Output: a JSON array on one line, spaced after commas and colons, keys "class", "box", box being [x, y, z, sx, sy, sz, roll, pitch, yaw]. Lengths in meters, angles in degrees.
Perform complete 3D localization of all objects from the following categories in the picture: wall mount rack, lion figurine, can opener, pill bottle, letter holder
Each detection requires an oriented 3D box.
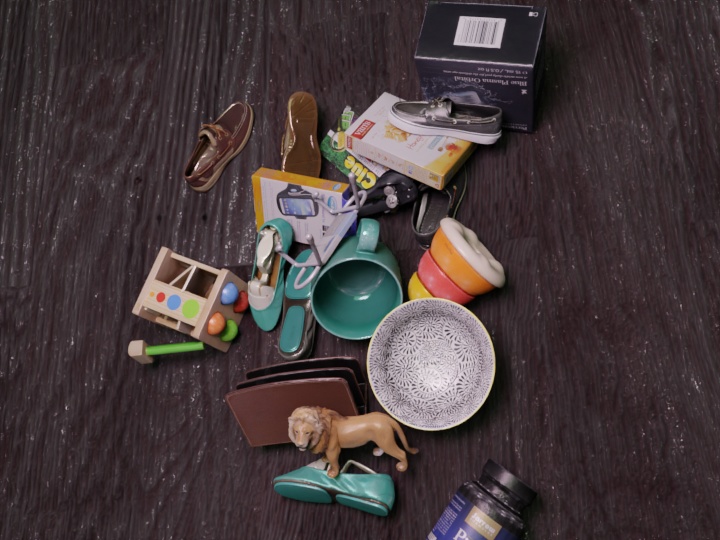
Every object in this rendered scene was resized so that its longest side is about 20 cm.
[{"class": "wall mount rack", "box": [-0.056, -0.070, 1.094, 0.074, 0.173, 0.201, 39, 71, -19]}, {"class": "lion figurine", "box": [-0.009, 0.249, 1.069, 0.197, 0.124, 0.073, -9, 27, -8]}, {"class": "can opener", "box": [0.014, -0.124, 1.240, 0.198, 0.079, 0.064, -20, 106, 27]}, {"class": "pill bottle", "box": [0.170, 0.385, 1.028, 0.111, 0.112, 0.201, 33, 84, 21]}, {"class": "letter holder", "box": [-0.100, 0.191, 1.125, 0.197, 0.143, 0.101, -9, 41, 11]}]

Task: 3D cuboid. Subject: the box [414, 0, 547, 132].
[{"class": "box", "box": [0.209, -0.343, 1.196, 0.194, 0.200, 0.119, 10, 73, 17]}]

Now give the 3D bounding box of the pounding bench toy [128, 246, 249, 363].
[{"class": "pounding bench toy", "box": [-0.298, 0.090, 1.231, 0.154, 0.124, 0.202, 19, 79, 18]}]

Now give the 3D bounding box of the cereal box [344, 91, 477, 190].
[{"class": "cereal box", "box": [0.089, -0.229, 1.222, 0.198, 0.040, 0.144, 27, 54, 18]}]

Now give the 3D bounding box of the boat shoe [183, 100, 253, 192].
[{"class": "boat shoe", "box": [-0.279, -0.250, 1.359, 0.072, 0.072, 0.201, 31, 83, 21]}]

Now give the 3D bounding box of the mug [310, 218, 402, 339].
[{"class": "mug", "box": [0.004, 0.009, 1.160, 0.152, 0.115, 0.185, 40, 111, -19]}]

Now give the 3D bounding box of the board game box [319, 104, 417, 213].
[{"class": "board game box", "box": [0.018, -0.205, 1.284, 0.200, 0.023, 0.105, 41, 106, 22]}]

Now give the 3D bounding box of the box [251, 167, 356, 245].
[{"class": "box", "box": [-0.094, -0.107, 1.247, 0.198, 0.120, 0.042, 12, 37, 16]}]

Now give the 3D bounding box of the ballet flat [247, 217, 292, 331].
[{"class": "ballet flat", "box": [-0.168, 0.006, 1.228, 0.067, 0.070, 0.203, 11, 92, 25]}]

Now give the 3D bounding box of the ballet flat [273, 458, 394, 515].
[{"class": "ballet flat", "box": [-0.038, 0.338, 1.120, 0.197, 0.068, 0.071, 5, 50, 17]}]

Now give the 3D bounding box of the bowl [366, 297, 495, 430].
[{"class": "bowl", "box": [0.116, 0.147, 1.117, 0.198, 0.094, 0.204, -1, 85, 12]}]

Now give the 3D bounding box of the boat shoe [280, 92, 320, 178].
[{"class": "boat shoe", "box": [-0.116, -0.226, 1.311, 0.071, 0.072, 0.203, -1, 92, -15]}]

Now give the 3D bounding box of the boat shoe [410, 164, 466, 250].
[{"class": "boat shoe", "box": [0.138, -0.136, 1.223, 0.073, 0.063, 0.204, 8, 69, 23]}]

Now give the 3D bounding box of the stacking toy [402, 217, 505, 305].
[{"class": "stacking toy", "box": [0.126, 0.025, 1.162, 0.200, 0.146, 0.147, -44, 67, 17]}]

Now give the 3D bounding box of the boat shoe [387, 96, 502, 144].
[{"class": "boat shoe", "box": [0.145, -0.266, 1.193, 0.197, 0.057, 0.069, 11, 46, 5]}]

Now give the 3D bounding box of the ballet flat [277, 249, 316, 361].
[{"class": "ballet flat", "box": [-0.102, 0.064, 1.224, 0.067, 0.064, 0.202, 3, 68, 18]}]
